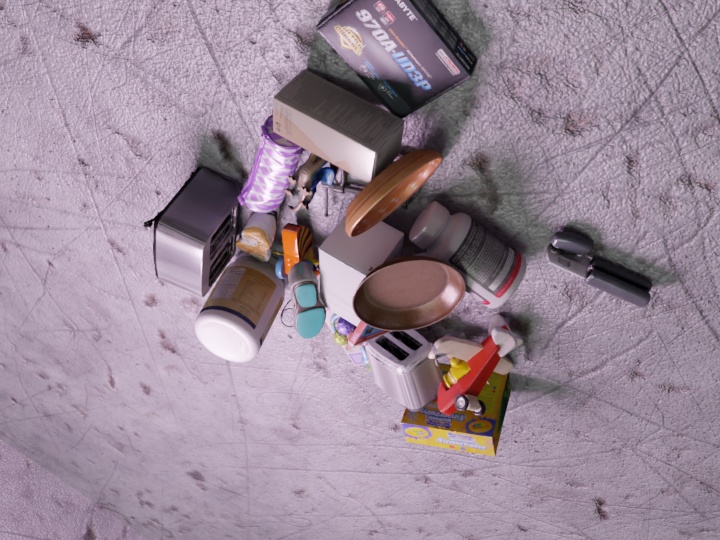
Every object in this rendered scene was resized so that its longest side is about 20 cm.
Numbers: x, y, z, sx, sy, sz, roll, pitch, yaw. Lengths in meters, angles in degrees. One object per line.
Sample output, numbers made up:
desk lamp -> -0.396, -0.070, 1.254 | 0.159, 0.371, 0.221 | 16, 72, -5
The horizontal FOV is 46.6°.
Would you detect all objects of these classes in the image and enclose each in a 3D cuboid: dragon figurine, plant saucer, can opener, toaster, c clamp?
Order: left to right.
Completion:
toaster -> -0.320, -0.069, 1.621 | 0.117, 0.201, 0.182 | 23, 140, 8
dragon figurine -> -0.084, -0.167, 1.484 | 0.059, 0.100, 0.200 | 38, 158, 10
c clamp -> 0.018, -0.157, 1.494 | 0.197, 0.027, 0.172 | 10, 133, 19
plant saucer -> 0.048, -0.131, 1.360 | 0.038, 0.200, 0.200 | 50, 139, 5
toaster -> 0.094, 0.197, 1.730 | 0.200, 0.113, 0.130 | 35, 152, 49
plant saucer -> 0.081, 0.033, 1.442 | 0.197, 0.037, 0.202 | -5, 142, -4
can opener -> 0.413, -0.005, 1.433 | 0.198, 0.054, 0.067 | 23, 141, 0

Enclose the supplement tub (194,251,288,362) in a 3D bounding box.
supplement tub -> -0.241, 0.071, 1.729 | 0.143, 0.201, 0.145 | 14, 139, 12

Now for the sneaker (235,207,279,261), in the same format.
sneaker -> -0.192, -0.078, 1.648 | 0.075, 0.088, 0.200 | 27, 164, -10

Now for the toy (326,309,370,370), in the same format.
toy -> -0.018, 0.146, 1.819 | 0.114, 0.048, 0.201 | -11, 129, 33

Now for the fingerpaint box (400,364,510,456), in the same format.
fingerpaint box -> 0.205, 0.291, 1.772 | 0.197, 0.168, 0.074 | 4, 137, 22

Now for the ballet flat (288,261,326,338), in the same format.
ballet flat -> -0.102, 0.054, 1.601 | 0.066, 0.064, 0.201 | -10, 145, -7

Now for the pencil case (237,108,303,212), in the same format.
pencil case -> -0.158, -0.188, 1.493 | 0.084, 0.085, 0.201 | 57, 147, 24

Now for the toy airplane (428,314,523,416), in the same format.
toy airplane -> 0.223, 0.170, 1.654 | 0.141, 0.198, 0.202 | 38, 146, 44

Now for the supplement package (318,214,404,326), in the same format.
supplement package -> 0.000, 0.000, 1.559 | 0.116, 0.118, 0.201 | 30, 152, 15

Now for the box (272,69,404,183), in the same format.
box -> -0.037, -0.233, 1.346 | 0.199, 0.095, 0.078 | 31, 146, 17

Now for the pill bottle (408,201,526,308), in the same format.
pill bottle -> 0.186, -0.031, 1.473 | 0.199, 0.111, 0.111 | 35, 139, -13

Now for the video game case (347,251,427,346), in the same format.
video game case -> 0.065, 0.050, 1.556 | 0.017, 0.142, 0.201 | 42, 118, 21

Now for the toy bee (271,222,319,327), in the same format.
toy bee -> -0.125, -0.007, 1.682 | 0.130, 0.109, 0.202 | 33, 120, 14

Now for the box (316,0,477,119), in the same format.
box -> 0.054, -0.340, 1.255 | 0.158, 0.046, 0.200 | -22, 122, 42
